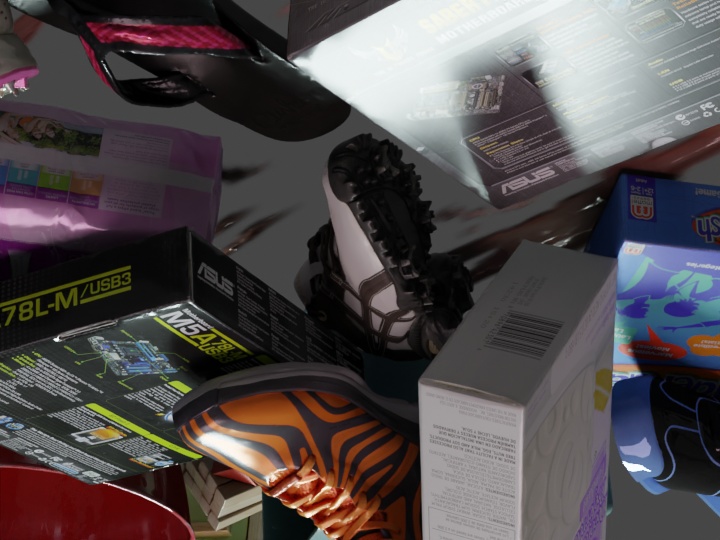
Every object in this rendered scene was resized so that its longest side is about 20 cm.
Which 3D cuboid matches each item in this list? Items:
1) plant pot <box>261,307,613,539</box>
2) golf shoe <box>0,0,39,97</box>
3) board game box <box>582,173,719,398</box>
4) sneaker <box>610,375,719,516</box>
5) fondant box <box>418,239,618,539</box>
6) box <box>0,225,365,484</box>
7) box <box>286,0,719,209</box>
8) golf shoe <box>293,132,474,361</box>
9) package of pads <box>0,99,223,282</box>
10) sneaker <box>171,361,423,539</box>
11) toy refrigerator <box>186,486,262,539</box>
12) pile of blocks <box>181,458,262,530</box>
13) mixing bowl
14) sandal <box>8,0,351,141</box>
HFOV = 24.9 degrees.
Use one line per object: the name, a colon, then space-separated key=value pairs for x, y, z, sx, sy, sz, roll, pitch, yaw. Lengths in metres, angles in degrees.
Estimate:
plant pot: x=0.048 y=0.121 z=1.035 sx=0.198 sy=0.142 sz=0.142 roll=5 pitch=151 yaw=-16
golf shoe: x=-0.228 y=-0.115 z=0.735 sx=0.199 sy=0.075 sz=0.092 roll=1 pitch=113 yaw=35
board game box: x=0.195 y=0.024 z=0.933 sx=0.151 sy=0.045 sz=0.200 roll=6 pitch=151 yaw=-5
sneaker: x=0.220 y=0.102 z=0.959 sx=0.077 sy=0.071 sz=0.200 roll=-18 pitch=152 yaw=31
fondant box: x=0.084 y=0.107 z=0.850 sx=0.058 sy=0.144 sz=0.201 roll=13 pitch=124 yaw=22
box: x=-0.122 y=0.054 z=0.876 sx=0.192 sy=0.048 sz=0.200 roll=-18 pitch=152 yaw=21
box: x=0.091 y=-0.109 z=0.711 sx=0.199 sy=0.049 sz=0.158 roll=-22 pitch=141 yaw=37
golf shoe: x=0.000 y=0.000 z=0.885 sx=0.094 sy=0.078 sz=0.200 roll=-5 pitch=148 yaw=16
package of pads: x=-0.175 y=-0.030 z=0.855 sx=0.198 sy=0.076 sz=0.121 roll=8 pitch=153 yaw=-7
sneaker: x=-0.009 y=0.118 z=0.851 sx=0.199 sy=0.113 sz=0.077 roll=17 pitch=142 yaw=-42
toy refrigerator: x=-0.160 y=0.193 z=1.243 sx=0.198 sy=0.076 sz=0.070 roll=-4 pitch=149 yaw=15
pile of blocks: x=-0.024 y=0.129 z=1.126 sx=0.198 sy=0.083 sz=0.062 roll=4 pitch=137 yaw=-20
mixing bowl: x=-0.204 y=0.122 z=1.090 sx=0.198 sy=0.109 sz=0.201 roll=3 pitch=150 yaw=1
sandal: x=-0.084 y=-0.100 z=0.751 sx=0.199 sy=0.045 sz=0.075 roll=27 pitch=144 yaw=-34
